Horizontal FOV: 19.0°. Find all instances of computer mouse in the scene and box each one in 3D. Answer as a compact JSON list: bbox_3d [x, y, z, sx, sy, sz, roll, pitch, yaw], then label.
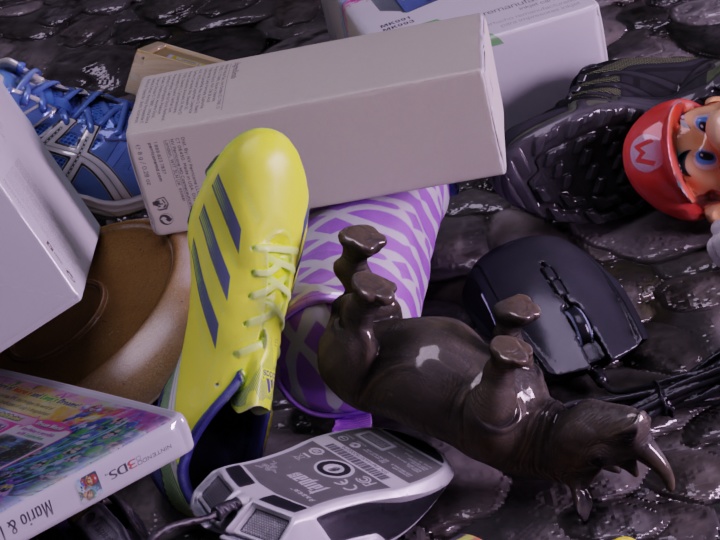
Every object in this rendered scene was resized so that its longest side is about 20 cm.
[{"bbox_3d":[-0.038,0.120,1.014,0.200,0.044,0.110,-11,25,-38],"label":"computer mouse"},{"bbox_3d":[0.136,0.017,1.154,0.140,0.046,0.200,-17,30,-6],"label":"computer mouse"}]

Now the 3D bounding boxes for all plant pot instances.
[{"bbox_3d":[-0.162,0.035,1.188,0.200,0.027,0.200,-24,31,16],"label":"plant pot"}]

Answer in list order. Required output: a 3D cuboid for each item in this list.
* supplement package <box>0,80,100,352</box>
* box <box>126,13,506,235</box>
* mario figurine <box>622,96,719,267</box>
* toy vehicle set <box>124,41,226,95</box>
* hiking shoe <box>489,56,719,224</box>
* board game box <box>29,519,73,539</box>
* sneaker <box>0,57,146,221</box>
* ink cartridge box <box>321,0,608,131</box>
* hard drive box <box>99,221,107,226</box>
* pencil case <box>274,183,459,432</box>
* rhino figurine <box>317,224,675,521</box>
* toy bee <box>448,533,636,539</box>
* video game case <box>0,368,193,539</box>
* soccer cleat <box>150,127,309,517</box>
[{"bbox_3d":[-0.243,-0.026,1.128,0.151,0.152,0.200,-33,12,3],"label":"supplement package"},{"bbox_3d":[-0.023,-0.081,1.187,0.200,0.068,0.082,-9,30,9],"label":"box"},{"bbox_3d":[0.247,-0.071,1.206,0.200,0.106,0.123,-3,34,11],"label":"mario figurine"},{"bbox_3d":[-0.077,-0.111,1.343,0.124,0.027,0.200,16,7,-3],"label":"toy vehicle set"},{"bbox_3d":[0.149,-0.083,1.307,0.200,0.076,0.101,-18,22,-29],"label":"hiking shoe"},{"bbox_3d":[-0.222,0.169,1.017,0.200,0.057,0.165,-23,34,-19],"label":"board game box"},{"bbox_3d":[-0.185,-0.079,1.259,0.200,0.077,0.076,-2,43,-1],"label":"sneaker"},{"bbox_3d":[0.065,-0.155,1.432,0.145,0.088,0.200,-16,28,-6],"label":"ink cartridge box"},{"bbox_3d":[-0.278,-0.024,1.344,0.200,0.077,0.156,-26,32,-22],"label":"hard drive box"},{"bbox_3d":[0.000,0.000,1.194,0.084,0.086,0.200,3,31,11],"label":"pencil case"},{"bbox_3d":[0.064,0.058,1.048,0.200,0.087,0.060,26,40,16],"label":"rhino figurine"},{"bbox_3d":[0.079,0.149,0.891,0.200,0.109,0.131,12,36,35],"label":"toy bee"},{"bbox_3d":[-0.203,0.102,1.013,0.182,0.024,0.200,-27,19,-31],"label":"video game case"},{"bbox_3d":[-0.057,0.030,1.069,0.065,0.200,0.084,7,16,-29],"label":"soccer cleat"}]
